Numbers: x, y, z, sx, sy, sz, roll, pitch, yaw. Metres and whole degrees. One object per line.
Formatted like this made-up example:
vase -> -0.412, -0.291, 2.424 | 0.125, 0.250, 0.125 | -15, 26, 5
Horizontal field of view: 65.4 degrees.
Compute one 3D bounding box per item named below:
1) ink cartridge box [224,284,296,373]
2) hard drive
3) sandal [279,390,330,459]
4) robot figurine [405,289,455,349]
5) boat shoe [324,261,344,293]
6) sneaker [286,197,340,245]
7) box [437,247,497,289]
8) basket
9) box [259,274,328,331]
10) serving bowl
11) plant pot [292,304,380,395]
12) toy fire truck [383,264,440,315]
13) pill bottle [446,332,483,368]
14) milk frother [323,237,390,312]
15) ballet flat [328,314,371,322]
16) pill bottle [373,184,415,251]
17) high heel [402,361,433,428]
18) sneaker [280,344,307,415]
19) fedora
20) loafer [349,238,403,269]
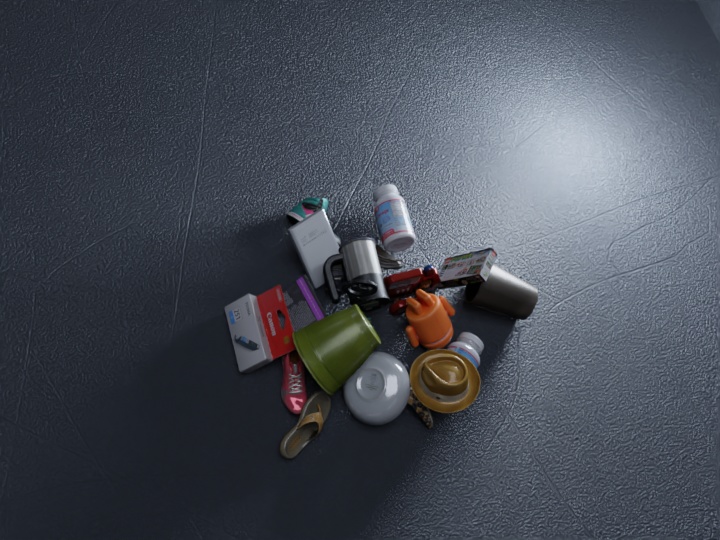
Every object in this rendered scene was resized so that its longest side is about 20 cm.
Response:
ink cartridge box -> -0.282, 0.159, 1.575 | 0.174, 0.045, 0.203 | -27, 67, 15
hard drive -> -0.129, -0.067, 1.711 | 0.131, 0.026, 0.203 | -34, 115, -26
sandal -> -0.139, 0.418, 1.502 | 0.081, 0.054, 0.201 | 49, 62, -23
robot figurine -> 0.207, 0.151, 1.665 | 0.115, 0.202, 0.145 | -8, 36, 32
boat shoe -> -0.027, 0.025, 1.743 | 0.196, 0.074, 0.095 | 5, 97, -26
sneaker -> -0.126, -0.167, 1.806 | 0.198, 0.084, 0.122 | 32, 71, 7
box -> 0.327, -0.004, 1.755 | 0.035, 0.198, 0.111 | 44, 59, -22
basket -> 0.450, 0.066, 1.781 | 0.197, 0.137, 0.182 | 23, 35, -6
box -> -0.207, 0.127, 1.621 | 0.198, 0.036, 0.144 | -31, 70, -2
serving bowl -> 0.037, 0.319, 1.551 | 0.196, 0.066, 0.204 | -7, 67, 16
plant pot -> -0.053, 0.199, 1.527 | 0.191, 0.200, 0.202 | -35, 73, 2
toy fire truck -> 0.157, 0.044, 1.706 | 0.196, 0.169, 0.114 | -12, 66, -17
pill bottle -> 0.284, 0.285, 1.646 | 0.108, 0.109, 0.201 | 34, 62, 7
milk frother -> 0.000, 0.000, 1.583 | 0.177, 0.200, 0.192 | -4, 68, -28
ballet flat -> -0.065, 0.164, 1.666 | 0.195, 0.075, 0.076 | 7, 62, -6
pill bottle -> 0.104, -0.173, 1.831 | 0.106, 0.109, 0.204 | -8, 65, -15
high heel -> 0.113, 0.381, 1.602 | 0.141, 0.071, 0.203 | -28, 83, 0
sneaker -> -0.187, 0.294, 1.552 | 0.072, 0.087, 0.204 | -4, 65, -13
fedora -> 0.231, 0.285, 1.528 | 0.196, 0.083, 0.204 | -2, 53, 3
loafer -> 0.042, -0.052, 1.765 | 0.196, 0.073, 0.073 | 15, 92, 2
